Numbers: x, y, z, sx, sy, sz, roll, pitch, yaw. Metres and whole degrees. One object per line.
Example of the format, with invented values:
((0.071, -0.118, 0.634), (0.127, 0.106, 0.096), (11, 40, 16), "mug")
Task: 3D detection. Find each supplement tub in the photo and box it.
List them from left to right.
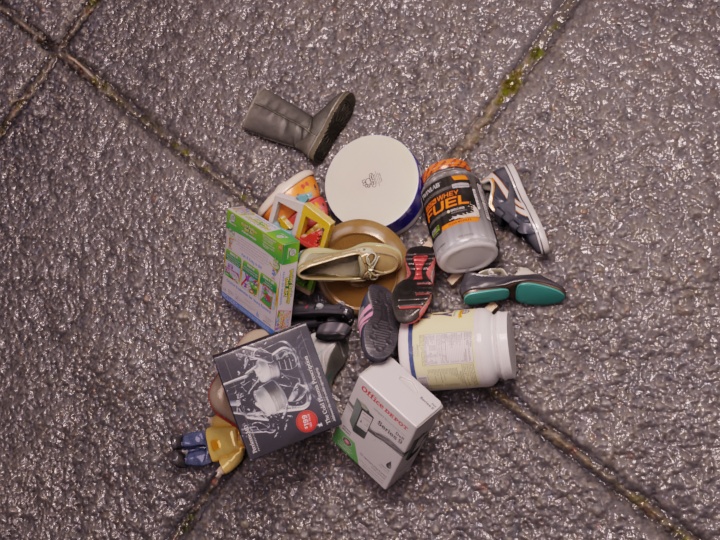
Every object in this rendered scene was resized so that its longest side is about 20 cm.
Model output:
((0.185, -0.106, 1.688), (0.122, 0.123, 0.201), (-19, 60, 12), "supplement tub")
((0.180, 0.146, 1.632), (0.199, 0.145, 0.146), (-7, 76, 15), "supplement tub")

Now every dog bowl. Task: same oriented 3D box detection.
((0.032, -0.168, 1.782), (0.199, 0.079, 0.201), (-4, 77, 16), "dog bowl")

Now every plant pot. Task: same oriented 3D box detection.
((0.000, 0.000, 1.737), (0.199, 0.027, 0.201), (4, 105, 14), "plant pot")

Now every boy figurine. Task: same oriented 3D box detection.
((-0.278, 0.350, 1.770), (0.199, 0.064, 0.125), (-13, 71, 16), "boy figurine")

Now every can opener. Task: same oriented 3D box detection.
((-0.096, 0.092, 1.754), (0.199, 0.079, 0.064), (5, 121, 34), "can opener")

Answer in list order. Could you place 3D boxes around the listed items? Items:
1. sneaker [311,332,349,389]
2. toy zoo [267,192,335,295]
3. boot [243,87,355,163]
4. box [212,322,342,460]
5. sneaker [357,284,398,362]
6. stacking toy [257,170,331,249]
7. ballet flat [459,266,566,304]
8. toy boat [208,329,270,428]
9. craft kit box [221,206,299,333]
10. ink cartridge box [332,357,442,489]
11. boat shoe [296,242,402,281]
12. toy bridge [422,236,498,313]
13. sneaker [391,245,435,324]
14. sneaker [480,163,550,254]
((-0.095, 0.215, 1.749), (0.080, 0.070, 0.201), (20, 82, 36), "sneaker")
((-0.125, -0.064, 1.729), (0.131, 0.020, 0.201), (29, 123, 15), "toy zoo")
((-0.132, -0.338, 1.883), (0.200, 0.073, 0.182), (33, 87, 27), "boot")
((-0.156, 0.220, 1.634), (0.181, 0.104, 0.201), (-21, 91, -10), "box")
((0.027, 0.116, 1.649), (0.070, 0.200, 0.082), (21, 125, -9), "sneaker")
((-0.098, -0.091, 1.799), (0.146, 0.146, 0.200), (-41, 88, 4), "stacking toy")
((0.285, 0.024, 1.661), (0.199, 0.073, 0.074), (-1, 77, 0), "ballet flat")
((-0.218, 0.213, 1.753), (0.130, 0.131, 0.201), (36, 72, -12), "toy boat")
((-0.202, -0.001, 1.750), (0.200, 0.048, 0.199), (32, 125, 42), "craft kit box")
((0.046, 0.278, 1.616), (0.146, 0.084, 0.201), (39, 135, 21), "ink cartridge box")
((-0.020, -0.009, 1.676), (0.199, 0.063, 0.074), (1, 120, 2), "boat shoe")
((0.198, 0.004, 1.721), (0.067, 0.027, 0.200), (-43, 70, 1), "toy bridge")
((0.111, 0.043, 1.659), (0.073, 0.087, 0.201), (2, 40, 17), "sneaker")
((0.294, -0.106, 1.691), (0.079, 0.078, 0.201), (-23, 61, 6), "sneaker")
